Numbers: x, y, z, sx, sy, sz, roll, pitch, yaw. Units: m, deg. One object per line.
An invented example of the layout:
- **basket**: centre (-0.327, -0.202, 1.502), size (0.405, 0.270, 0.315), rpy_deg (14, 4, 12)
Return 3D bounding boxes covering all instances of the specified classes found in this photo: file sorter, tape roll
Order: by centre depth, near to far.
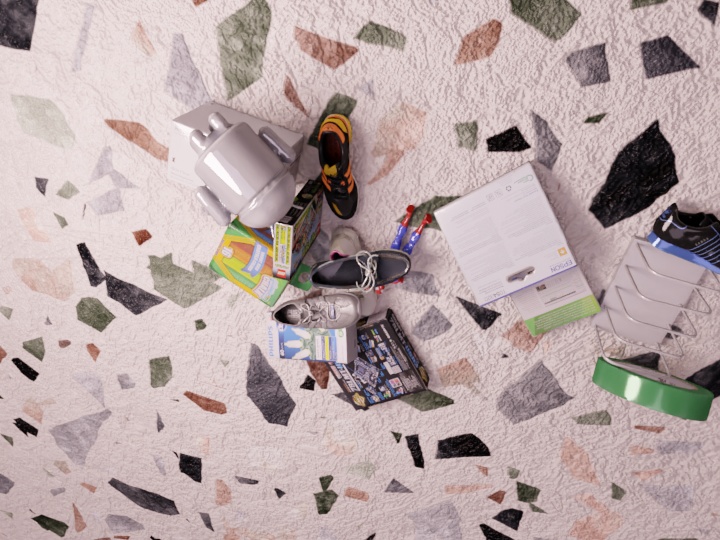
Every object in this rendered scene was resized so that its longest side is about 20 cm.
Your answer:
- **file sorter**: centre (0.528, 0.070, 0.982), size (0.136, 0.125, 0.203), rpy_deg (15, 121, 5)
- **tape roll**: centre (0.540, 0.216, 1.016), size (0.196, 0.200, 0.049), rpy_deg (15, 94, 6)

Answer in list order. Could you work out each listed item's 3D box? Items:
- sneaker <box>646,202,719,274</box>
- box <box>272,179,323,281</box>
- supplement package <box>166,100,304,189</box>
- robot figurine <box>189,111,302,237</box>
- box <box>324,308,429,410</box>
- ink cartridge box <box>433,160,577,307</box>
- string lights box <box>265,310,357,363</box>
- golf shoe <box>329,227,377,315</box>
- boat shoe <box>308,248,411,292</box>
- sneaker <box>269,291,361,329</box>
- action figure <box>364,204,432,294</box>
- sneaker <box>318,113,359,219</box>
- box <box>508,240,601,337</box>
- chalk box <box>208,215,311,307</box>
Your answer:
- **sneaker**: centre (0.601, -0.050, 0.929), size (0.196, 0.071, 0.079), rpy_deg (19, 127, 3)
- **box**: centre (-0.113, -0.081, 1.017), size (0.034, 0.201, 0.112), rpy_deg (12, 122, 7)
- **supplement package**: centre (-0.225, -0.210, 0.999), size (0.196, 0.156, 0.112), rpy_deg (20, 121, 3)
- **robot figurine**: centre (-0.181, -0.151, 0.863), size (0.169, 0.113, 0.200), rpy_deg (-44, 102, -8)
- **box**: centre (0.026, 0.206, 1.228), size (0.196, 0.050, 0.202), rpy_deg (-23, 109, 27)
- **ink cartridge box**: centre (0.262, -0.063, 0.998), size (0.194, 0.043, 0.203), rpy_deg (-25, 95, 25)
- **string lights box**: centre (-0.107, 0.140, 1.185), size (0.196, 0.059, 0.105), rpy_deg (-1, 95, 24)
- **golf shoe**: centre (-0.021, 0.018, 1.113), size (0.074, 0.092, 0.203), rpy_deg (-13, 116, 19)
- **boat shoe**: centre (0.000, 0.000, 1.017), size (0.195, 0.062, 0.077), rpy_deg (-3, 98, 0)
- **sneaker**: centre (-0.090, 0.090, 1.095), size (0.196, 0.082, 0.076), rpy_deg (-10, 91, 25)
- **action figure**: centre (0.068, -0.018, 1.069), size (0.064, 0.099, 0.202), rpy_deg (26, 124, 0)
- **sneaker**: centre (-0.048, -0.179, 1.009), size (0.068, 0.090, 0.204), rpy_deg (2, 119, 13)
- **box**: centre (0.355, 0.020, 1.052), size (0.143, 0.036, 0.202), rpy_deg (-25, 109, 25)
- **chalk box**: centre (-0.181, -0.023, 1.110), size (0.198, 0.125, 0.126), rpy_deg (32, 122, -5)
